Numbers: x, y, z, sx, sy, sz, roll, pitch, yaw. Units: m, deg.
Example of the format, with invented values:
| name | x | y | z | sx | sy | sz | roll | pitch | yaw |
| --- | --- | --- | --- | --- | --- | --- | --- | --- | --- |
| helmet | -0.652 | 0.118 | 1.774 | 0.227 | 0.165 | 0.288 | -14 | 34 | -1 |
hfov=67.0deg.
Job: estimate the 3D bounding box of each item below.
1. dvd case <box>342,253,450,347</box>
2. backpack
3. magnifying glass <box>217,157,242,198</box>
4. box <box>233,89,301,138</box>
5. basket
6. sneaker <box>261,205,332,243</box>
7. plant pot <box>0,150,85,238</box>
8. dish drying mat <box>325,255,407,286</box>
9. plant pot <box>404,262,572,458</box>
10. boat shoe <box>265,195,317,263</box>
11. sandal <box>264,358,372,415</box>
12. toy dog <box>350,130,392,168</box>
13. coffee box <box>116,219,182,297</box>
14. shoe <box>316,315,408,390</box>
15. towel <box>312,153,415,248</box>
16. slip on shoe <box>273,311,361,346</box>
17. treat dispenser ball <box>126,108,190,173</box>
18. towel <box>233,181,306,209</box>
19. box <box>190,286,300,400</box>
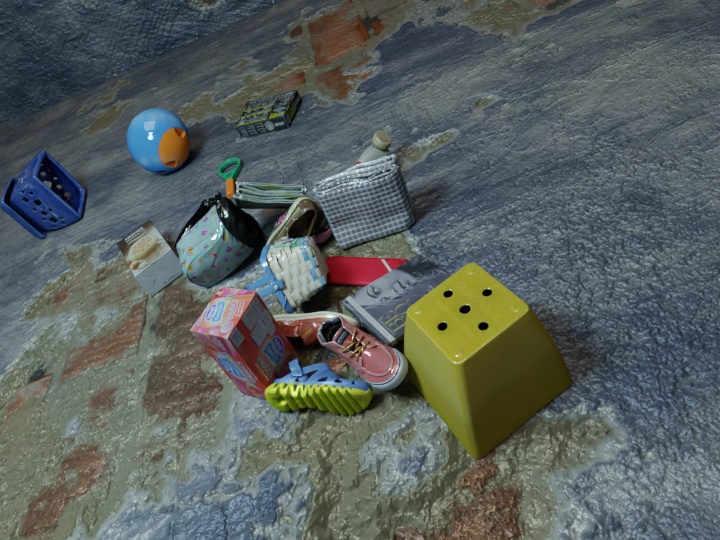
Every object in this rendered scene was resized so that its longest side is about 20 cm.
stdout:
| name | x | y | z | sx | sy | sz | roll | pitch | yaw |
| --- | --- | --- | --- | --- | --- | --- | --- | --- | --- |
| dvd case | 0.083 | 0.051 | 1.030 | 0.198 | 0.016 | 0.148 | -31 | 44 | -21 |
| backpack | -0.346 | -0.061 | 1.290 | 0.198 | 0.167 | 0.128 | -37 | 48 | 10 |
| magnifying glass | -0.392 | -0.280 | 1.637 | 0.078 | 0.023 | 0.202 | -22 | 40 | 5 |
| box | -0.308 | -0.522 | 1.816 | 0.195 | 0.045 | 0.163 | -6 | 46 | 22 |
| basket | -0.168 | 0.016 | 1.119 | 0.197 | 0.141 | 0.177 | -31 | 12 | 3 |
| sneaker | -0.161 | -0.118 | 1.300 | 0.195 | 0.096 | 0.080 | -2 | 48 | 27 |
| plant pot | -1.067 | -0.244 | 1.822 | 0.178 | 0.201 | 0.201 | -32 | 41 | 3 |
| dish drying mat | 0.000 | 0.000 | 1.155 | 0.195 | 0.018 | 0.078 | 3 | 51 | 29 |
| plant pot | 0.175 | 0.115 | 0.831 | 0.198 | 0.178 | 0.200 | -35 | 42 | -9 |
| boat shoe | -0.156 | -0.065 | 1.203 | 0.206 | 0.073 | 0.075 | -63 | 33 | 14 |
| sandal | -0.070 | 0.196 | 0.950 | 0.195 | 0.081 | 0.088 | 2 | 44 | 20 |
| toy dog | 0.035 | -0.248 | 1.332 | 0.095 | 0.132 | 0.202 | 31 | 65 | 1 |
| coffee box | -0.551 | -0.036 | 1.428 | 0.114 | 0.081 | 0.199 | -39 | 43 | -14 |
| shoe | -0.004 | 0.136 | 0.922 | 0.072 | 0.090 | 0.199 | -57 | 27 | -9 |
| towel | 0.010 | -0.145 | 1.186 | 0.195 | 0.167 | 0.087 | -16 | 48 | 11 |
| slip on shoe | -0.089 | 0.117 | 1.055 | 0.195 | 0.074 | 0.063 | -6 | 67 | 22 |
| treat dispenser ball | -0.657 | -0.422 | 1.775 | 0.196 | 0.203 | 0.204 | -14 | 43 | 13 |
| towel | -0.216 | -0.175 | 1.309 | 0.166 | 0.050 | 0.200 | 3 | 1 | -10 |
| box | -0.201 | 0.136 | 0.985 | 0.093 | 0.202 | 0.104 | 6 | 50 | 31 |
